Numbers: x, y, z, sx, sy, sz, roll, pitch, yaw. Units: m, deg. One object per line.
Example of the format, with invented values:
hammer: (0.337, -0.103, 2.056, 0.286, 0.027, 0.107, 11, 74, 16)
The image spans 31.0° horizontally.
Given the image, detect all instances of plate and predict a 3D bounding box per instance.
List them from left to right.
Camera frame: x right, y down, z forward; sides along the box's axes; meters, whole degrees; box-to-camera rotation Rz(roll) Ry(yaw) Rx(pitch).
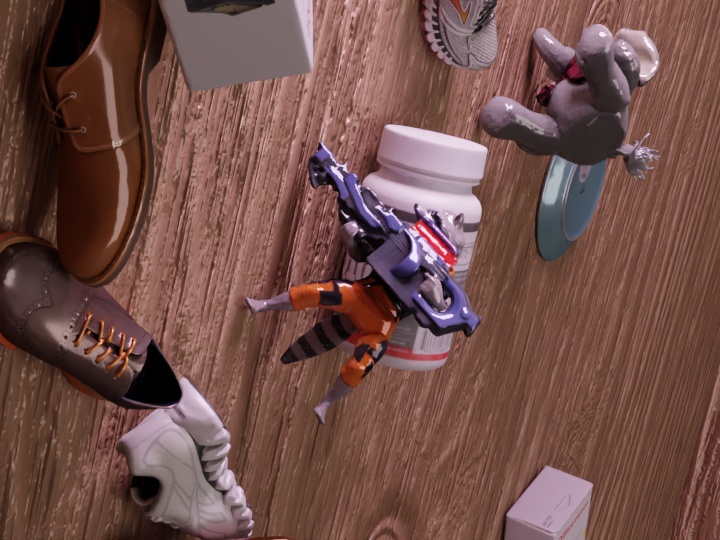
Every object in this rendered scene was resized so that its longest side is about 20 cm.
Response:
plate: (0.279, -0.106, 1.672, 0.200, 0.025, 0.203, -41, 141, -45)

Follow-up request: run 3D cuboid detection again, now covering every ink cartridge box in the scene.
ink cartridge box: (-0.084, -0.231, 0.763, 0.201, 0.081, 0.147, 76, 8, -47)
ink cartridge box: (0.271, 0.414, 1.919, 0.145, 0.082, 0.203, -37, 138, -49)

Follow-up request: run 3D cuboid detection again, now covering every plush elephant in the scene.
plush elephant: (0.238, -0.200, 1.414, 0.199, 0.156, 0.164, 31, 122, -31)

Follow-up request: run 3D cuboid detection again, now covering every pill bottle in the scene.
pill bottle: (0.045, -0.022, 1.174, 0.113, 0.113, 0.203, -8, 114, -61)

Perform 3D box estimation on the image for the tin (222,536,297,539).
tin: (-0.109, 0.266, 1.003, 0.042, 0.197, 0.114, 157, -68, -74)

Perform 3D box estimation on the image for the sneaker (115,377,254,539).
sneaker: (-0.137, 0.168, 1.008, 0.081, 0.075, 0.201, -35, 142, -21)

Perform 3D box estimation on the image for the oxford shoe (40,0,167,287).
oxford shoe: (-0.166, -0.092, 0.780, 0.071, 0.070, 0.203, 2, 93, -58)

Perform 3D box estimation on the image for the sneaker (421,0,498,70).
sneaker: (0.100, -0.253, 1.169, 0.078, 0.081, 0.201, -58, 151, -24)

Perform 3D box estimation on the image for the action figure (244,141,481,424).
action figure: (0.000, 0.000, 1.084, 0.192, 0.201, 0.105, -33, 170, -6)

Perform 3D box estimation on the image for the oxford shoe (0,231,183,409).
oxford shoe: (-0.174, 0.036, 0.833, 0.072, 0.072, 0.200, -64, 152, -13)
